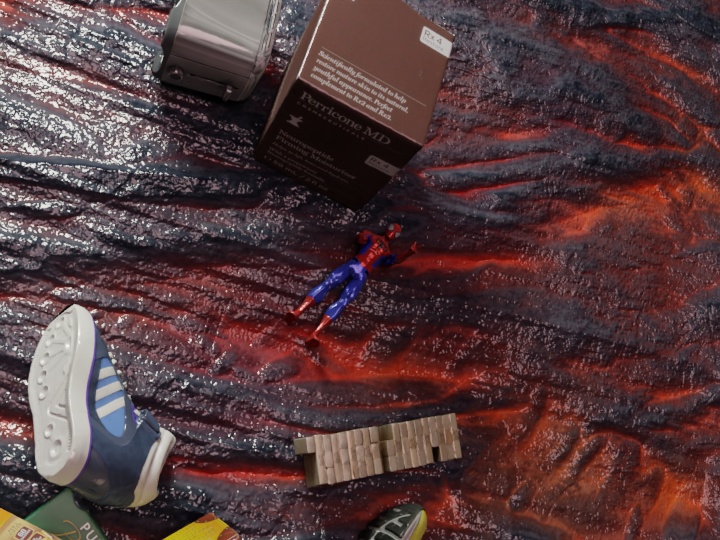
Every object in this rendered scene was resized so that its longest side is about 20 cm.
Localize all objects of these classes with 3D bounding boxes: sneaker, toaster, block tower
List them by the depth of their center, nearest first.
[{"bbox_3d":[-0.258,0.146,0.740,0.146,0.080,0.203,42,21,-47],"label":"sneaker"},{"bbox_3d":[0.026,0.361,0.801,0.090,0.078,0.202,40,68,-17],"label":"sneaker"},{"bbox_3d":[0.022,0.212,0.848,0.194,0.054,0.060,-2,74,-24],"label":"block tower"},{"bbox_3d":[-0.173,-0.310,0.885,0.126,0.113,0.206,17,66,-22],"label":"toaster"}]

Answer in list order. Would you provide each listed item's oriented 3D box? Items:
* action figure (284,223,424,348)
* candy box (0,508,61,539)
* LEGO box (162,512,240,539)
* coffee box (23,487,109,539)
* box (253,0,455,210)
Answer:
[{"bbox_3d":[0.000,0.000,0.880,0.065,0.099,0.200,46,60,-6],"label":"action figure"},{"bbox_3d":[-0.329,0.262,0.597,0.195,0.056,0.116,13,47,24],"label":"candy box"},{"bbox_3d":[-0.190,0.351,0.666,0.196,0.076,0.153,-21,102,-33],"label":"LEGO box"},{"bbox_3d":[-0.322,0.315,0.666,0.199,0.044,0.124,-39,93,-28],"label":"coffee box"},{"bbox_3d":[-0.013,-0.211,0.876,0.162,0.200,0.168,25,66,-14],"label":"box"}]
